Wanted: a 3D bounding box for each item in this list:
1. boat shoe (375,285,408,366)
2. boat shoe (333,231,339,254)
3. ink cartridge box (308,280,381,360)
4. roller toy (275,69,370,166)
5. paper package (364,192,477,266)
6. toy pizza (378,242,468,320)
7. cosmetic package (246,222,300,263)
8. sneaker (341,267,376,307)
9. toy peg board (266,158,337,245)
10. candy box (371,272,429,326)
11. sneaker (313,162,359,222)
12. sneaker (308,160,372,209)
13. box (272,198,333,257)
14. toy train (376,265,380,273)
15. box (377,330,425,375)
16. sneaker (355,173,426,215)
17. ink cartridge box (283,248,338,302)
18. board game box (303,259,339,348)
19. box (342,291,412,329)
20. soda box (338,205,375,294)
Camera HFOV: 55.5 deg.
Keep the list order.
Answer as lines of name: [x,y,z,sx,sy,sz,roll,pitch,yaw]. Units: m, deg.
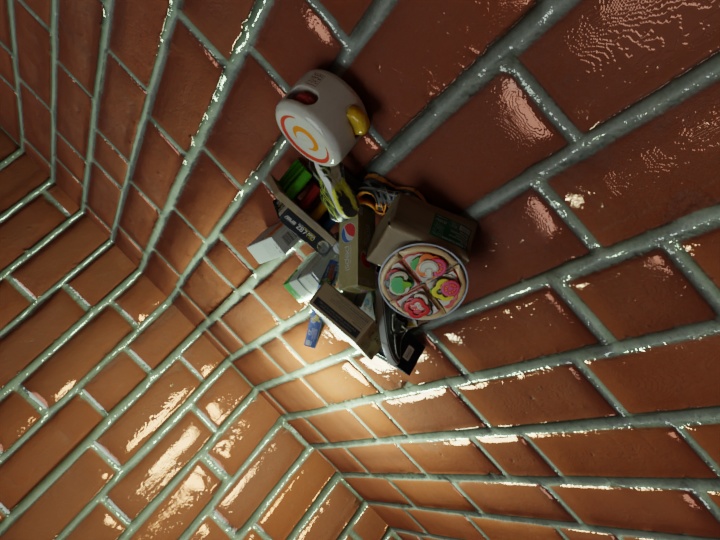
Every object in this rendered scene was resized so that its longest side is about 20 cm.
boat shoe: [0.082,0.131,1.671,0.063,0.071,0.203,-8,92,19]
boat shoe: [-0.026,-0.065,1.823,0.200,0.073,0.066,-129,25,-51]
ink cartridge box: [-0.028,0.130,1.712,0.164,0.075,0.200,37,172,22]
roller toy: [-0.079,-0.335,1.489,0.182,0.140,0.200,42,163,-10]
paper package: [0.135,-0.063,1.551,0.198,0.105,0.191,22,153,-7]
toy pizza: [0.136,0.032,1.492,0.197,0.032,0.203,4,123,6]
cosmetic package: [-0.263,-0.091,2.113,0.072,0.102,0.199,51,151,-14]
sneaker: [0.000,0.000,1.707,0.070,0.073,0.202,20,115,0]
toy peg board: [-0.128,-0.187,1.767,0.199,0.098,0.200,40,-174,-24]
candy box: [0.092,0.041,1.735,0.135,0.061,0.203,-8,92,39]
sneaker: [-0.075,-0.204,1.619,0.084,0.074,0.202,-33,75,53]
sneaker: [-0.054,-0.196,1.718,0.199,0.075,0.107,38,152,9]
box: [-0.158,-0.126,1.845,0.161,0.049,0.200,43,-175,-20]
toy train: [0.087,0.022,1.616,0.046,0.034,0.200,30,-177,-29]
box: [0.069,0.202,2.004,0.181,0.105,0.200,28,172,29]
sneaker: [0.074,-0.157,1.601,0.198,0.077,0.079,24,145,29]
ink cartridge box: [-0.121,0.006,2.008,0.084,0.146,0.199,48,152,-13]
board game box: [-0.102,0.090,1.841,0.034,0.136,0.202,17,122,2]
box: [0.058,0.081,1.877,0.198,0.112,0.103,24,112,32]
soda box: [-0.008,-0.050,1.641,0.067,0.203,0.064,-15,157,42]
